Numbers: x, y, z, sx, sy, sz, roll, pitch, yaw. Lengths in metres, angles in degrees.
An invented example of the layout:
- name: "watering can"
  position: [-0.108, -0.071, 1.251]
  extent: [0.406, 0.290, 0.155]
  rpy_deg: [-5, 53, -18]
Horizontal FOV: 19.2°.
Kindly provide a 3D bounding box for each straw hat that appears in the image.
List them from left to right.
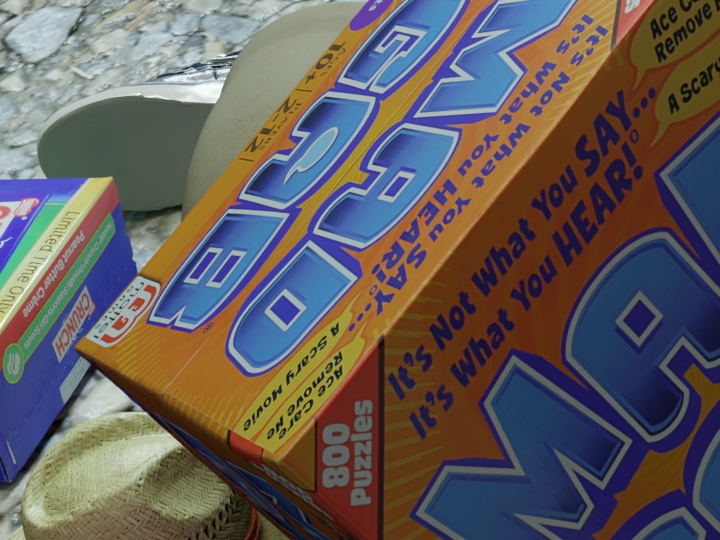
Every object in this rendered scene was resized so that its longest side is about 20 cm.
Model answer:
- name: "straw hat"
  position: [-0.094, 0.107, 0.896]
  extent: [0.200, 0.085, 0.201]
  rpy_deg: [-9, 31, 5]

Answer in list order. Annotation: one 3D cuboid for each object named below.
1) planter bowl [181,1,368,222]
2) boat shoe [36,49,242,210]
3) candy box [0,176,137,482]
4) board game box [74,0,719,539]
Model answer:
- name: "planter bowl"
  position: [0.000, 0.000, 0.947]
  extent: [0.200, 0.201, 0.135]
  rpy_deg: [7, 46, 28]
- name: "boat shoe"
  position: [-0.089, -0.090, 1.240]
  extent: [0.199, 0.075, 0.093]
  rpy_deg: [-7, 24, -6]
- name: "candy box"
  position: [-0.237, 0.025, 1.088]
  extent: [0.199, 0.077, 0.169]
  rpy_deg: [2, 33, 19]
- name: "board game box"
  position: [0.063, 0.029, 0.730]
  extent: [0.200, 0.200, 0.200]
  rpy_deg: [-50, 24, -10]
